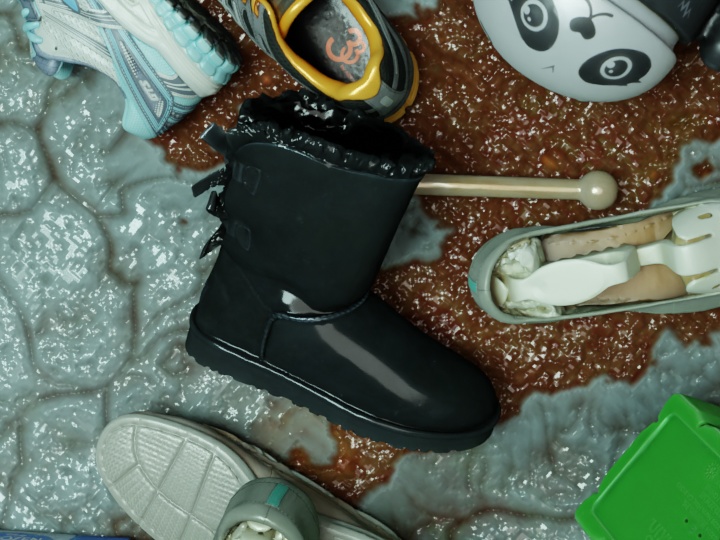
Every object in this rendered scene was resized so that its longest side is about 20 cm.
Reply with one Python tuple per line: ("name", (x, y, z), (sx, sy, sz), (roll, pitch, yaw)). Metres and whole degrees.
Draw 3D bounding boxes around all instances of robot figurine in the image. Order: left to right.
("robot figurine", (0.142, -0.185, 0.695), (0.150, 0.125, 0.200), (38, 100, 38))

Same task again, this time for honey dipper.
("honey dipper", (0.045, -0.047, 0.764), (0.200, 0.038, 0.038), (3, 97, 3))

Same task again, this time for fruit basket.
("fruit basket", (0.243, 0.170, 0.707), (0.216, 0.216, 0.156), (38, 98, -1))

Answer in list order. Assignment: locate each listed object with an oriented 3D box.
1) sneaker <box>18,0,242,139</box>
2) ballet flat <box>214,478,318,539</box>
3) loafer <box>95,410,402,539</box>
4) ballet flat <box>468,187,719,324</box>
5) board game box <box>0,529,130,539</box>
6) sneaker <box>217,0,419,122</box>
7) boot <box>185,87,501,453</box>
("sneaker", (-0.165, -0.154, 0.747), (0.200, 0.078, 0.086), (43, 101, -2))
("ballet flat", (-0.070, 0.210, 0.724), (0.067, 0.064, 0.200), (14, 100, 5))
("loafer", (-0.059, 0.141, 0.786), (0.200, 0.063, 0.072), (28, 102, 3))
("ballet flat", (0.160, -0.003, 0.748), (0.200, 0.064, 0.068), (-10, 96, 5))
("board game box", (-0.239, 0.257, 0.815), (0.199, 0.043, 0.200), (3, 97, 6))
("sneaker", (-0.045, -0.160, 0.737), (0.200, 0.077, 0.078), (42, 99, 0))
("boot", (0.001, 0.000, 0.728), (0.198, 0.073, 0.163), (20, 121, 3))
